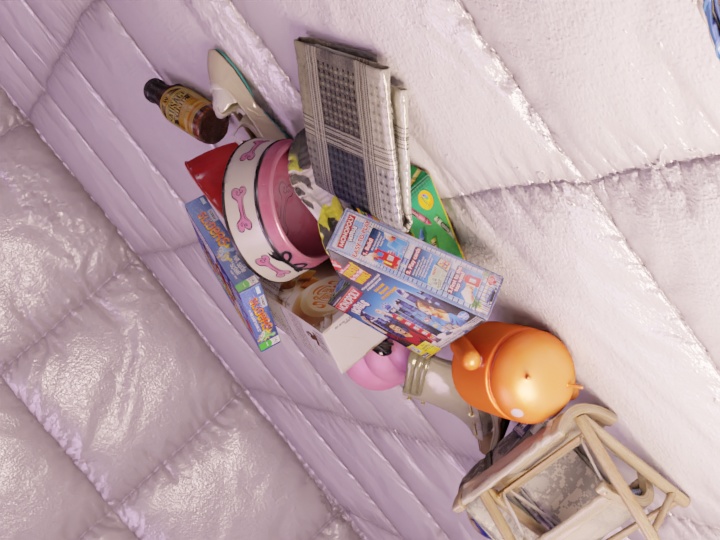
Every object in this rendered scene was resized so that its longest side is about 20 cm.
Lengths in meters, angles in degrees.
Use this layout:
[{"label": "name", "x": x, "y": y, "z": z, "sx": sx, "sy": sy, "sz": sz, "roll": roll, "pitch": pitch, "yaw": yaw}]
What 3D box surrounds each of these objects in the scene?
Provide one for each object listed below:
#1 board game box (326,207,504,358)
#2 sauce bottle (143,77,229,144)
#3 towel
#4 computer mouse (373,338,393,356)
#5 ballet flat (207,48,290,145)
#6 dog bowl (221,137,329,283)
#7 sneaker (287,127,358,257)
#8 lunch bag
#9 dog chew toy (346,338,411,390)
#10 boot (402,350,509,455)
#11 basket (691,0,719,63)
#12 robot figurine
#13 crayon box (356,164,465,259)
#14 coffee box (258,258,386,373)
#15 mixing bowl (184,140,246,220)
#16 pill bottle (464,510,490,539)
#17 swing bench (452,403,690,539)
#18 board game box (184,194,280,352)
[{"label": "board game box", "x": 0.041, "y": 0.013, "z": 1.423, "sx": 0.198, "sy": 0.062, "sz": 0.200, "roll": 30, "pitch": 156, "yaw": -8}, {"label": "sauce bottle", "x": -0.287, "y": -0.262, "z": 1.907, "sx": 0.199, "sy": 0.066, "sz": 0.066, "roll": 30, "pitch": 156, "yaw": 44}, {"label": "towel", "x": -0.006, "y": -0.164, "z": 1.371, "sx": 0.192, "sy": 0.034, "sz": 0.202, "roll": 31, "pitch": 136, "yaw": 49}, {"label": "computer mouse", "x": -0.042, "y": 0.075, "z": 1.762, "sx": 0.200, "sy": 0.108, "sz": 0.044, "roll": 39, "pitch": 119, "yaw": 51}, {"label": "ballet flat", "x": -0.169, "y": -0.223, "z": 1.687, "sx": 0.201, "sy": 0.069, "sz": 0.069, "roll": 51, "pitch": 164, "yaw": -5}, {"label": "dog bowl", "x": -0.098, "y": -0.088, "z": 1.607, "sx": 0.073, "sy": 0.201, "sz": 0.201, "roll": -10, "pitch": 127, "yaw": 33}, {"label": "sneaker", "x": -0.035, "y": -0.095, "z": 1.566, "sx": 0.084, "sy": 0.074, "sz": 0.202, "roll": 7, "pitch": -117, "yaw": -67}, {"label": "lunch bag", "x": 0.251, "y": 0.312, "z": 1.629, "sx": 0.200, "sy": 0.168, "sz": 0.139, "roll": 46, "pitch": -174, "yaw": 4}, {"label": "dog chew toy", "x": 0.049, "y": 0.119, "z": 1.804, "sx": 0.125, "sy": 0.124, "sz": 0.199, "roll": 51, "pitch": 156, "yaw": -11}, {"label": "boot", "x": 0.139, "y": 0.189, "z": 1.704, "sx": 0.153, "sy": 0.073, "sz": 0.201, "roll": 15, "pitch": 146, "yaw": 16}, {"label": "basket", "x": 0.256, "y": -0.131, "z": 0.616, "sx": 0.177, "sy": 0.138, "sz": 0.201, "roll": 57, "pitch": -168, "yaw": -27}, {"label": "robot figurine", "x": 0.185, "y": 0.124, "z": 1.452, "sx": 0.145, "sy": 0.116, "sz": 0.200, "roll": 58, "pitch": 162, "yaw": -16}, {"label": "crayon box", "x": 0.061, "y": -0.051, "z": 1.484, "sx": 0.118, "sy": 0.058, "sz": 0.201, "roll": 32, "pitch": 156, "yaw": 45}, {"label": "coffee box", "x": -0.049, "y": 0.047, "z": 1.655, "sx": 0.199, "sy": 0.114, "sz": 0.080, "roll": 31, "pitch": 153, "yaw": 51}, {"label": "mixing bowl", "x": -0.160, "y": -0.120, "z": 1.776, "sx": 0.201, "sy": 0.108, "sz": 0.200, "roll": 50, "pitch": -179, "yaw": -2}, {"label": "pill bottle", "x": 0.251, "y": 0.371, "z": 1.835, "sx": 0.120, "sy": 0.120, "sz": 0.200, "roll": 51, "pitch": 164, "yaw": -9}, {"label": "swing bench", "x": 0.256, "y": 0.284, "z": 1.455, "sx": 0.200, "sy": 0.130, "sz": 0.199, "roll": 49, "pitch": 126, "yaw": 2}, {"label": "board game box", "x": -0.183, "y": 0.003, "z": 1.683, "sx": 0.201, "sy": 0.034, "sz": 0.136, "roll": 54, "pitch": 166, "yaw": 38}]
